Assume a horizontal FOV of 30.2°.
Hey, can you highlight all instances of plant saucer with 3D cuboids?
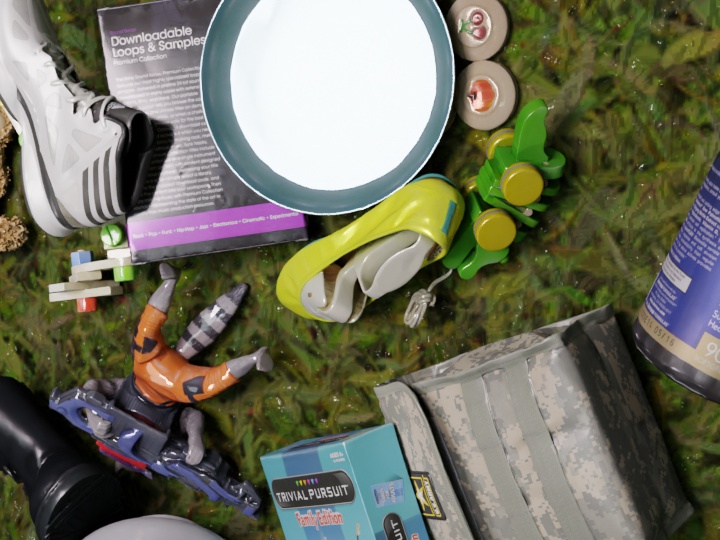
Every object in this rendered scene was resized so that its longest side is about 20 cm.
[{"bbox_3d":[-0.024,-0.143,0.992,0.197,0.027,0.203,1,94,17],"label":"plant saucer"}]

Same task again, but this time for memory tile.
[{"bbox_3d":[0.038,-0.198,0.994,0.152,0.017,0.203,-5,95,28],"label":"memory tile"}]

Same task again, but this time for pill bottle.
[{"bbox_3d":[0.262,-0.020,0.847,0.111,0.112,0.202,30,110,21],"label":"pill bottle"}]

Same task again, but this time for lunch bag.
[{"bbox_3d":[0.106,0.135,0.949,0.199,0.117,0.166,-23,88,35],"label":"lunch bag"}]

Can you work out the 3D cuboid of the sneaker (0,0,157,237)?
[{"bbox_3d":[-0.210,-0.134,1.010,0.114,0.076,0.203,-11,97,28],"label":"sneaker"}]

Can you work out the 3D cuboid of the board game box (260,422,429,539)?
[{"bbox_3d":[0.001,0.225,1.012,0.151,0.047,0.202,-22,85,60],"label":"board game box"}]

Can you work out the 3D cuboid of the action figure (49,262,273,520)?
[{"bbox_3d":[-0.142,0.110,1.106,0.199,0.105,0.194,36,121,-10],"label":"action figure"}]

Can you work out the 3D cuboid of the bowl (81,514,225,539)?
[{"bbox_3d":[-0.166,0.268,1.099,0.198,0.091,0.203,1,126,1],"label":"bowl"}]

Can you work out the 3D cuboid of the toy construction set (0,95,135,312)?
[{"bbox_3d":[-0.224,-0.062,1.106,0.129,0.092,0.203,-6,102,3],"label":"toy construction set"}]

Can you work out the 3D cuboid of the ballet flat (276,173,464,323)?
[{"bbox_3d":[0.000,0.000,0.986,0.199,0.066,0.068,-35,37,39],"label":"ballet flat"}]

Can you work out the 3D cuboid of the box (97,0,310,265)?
[{"bbox_3d":[-0.122,-0.114,1.046,0.141,0.036,0.203,-7,93,2],"label":"box"}]

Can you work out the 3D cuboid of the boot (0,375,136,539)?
[{"bbox_3d":[-0.276,0.157,1.118,0.168,0.200,0.076,41,77,15],"label":"boot"}]

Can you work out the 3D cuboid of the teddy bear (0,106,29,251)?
[{"bbox_3d":[-0.360,-0.060,1.201,0.143,0.067,0.203,-4,88,19],"label":"teddy bear"}]

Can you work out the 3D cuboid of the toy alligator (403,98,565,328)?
[{"bbox_3d":[0.098,-0.032,0.968,0.054,0.060,0.201,18,119,-21],"label":"toy alligator"}]
